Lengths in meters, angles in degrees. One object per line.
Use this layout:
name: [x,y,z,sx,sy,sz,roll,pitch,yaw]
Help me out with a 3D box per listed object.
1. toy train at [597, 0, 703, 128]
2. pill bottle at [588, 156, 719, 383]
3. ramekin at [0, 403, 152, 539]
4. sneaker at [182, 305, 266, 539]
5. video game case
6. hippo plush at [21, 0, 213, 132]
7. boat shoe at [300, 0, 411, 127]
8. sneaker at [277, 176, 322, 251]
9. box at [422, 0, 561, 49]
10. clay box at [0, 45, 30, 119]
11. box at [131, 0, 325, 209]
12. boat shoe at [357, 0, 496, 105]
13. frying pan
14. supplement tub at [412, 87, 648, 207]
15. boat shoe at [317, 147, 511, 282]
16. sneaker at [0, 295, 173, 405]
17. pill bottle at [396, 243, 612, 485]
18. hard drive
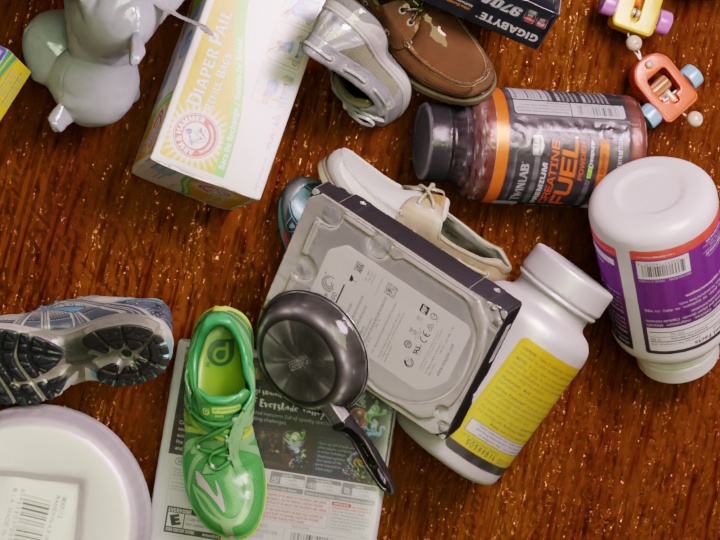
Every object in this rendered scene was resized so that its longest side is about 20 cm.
toy train: [0.304,-0.234,1.748,0.150,0.056,0.200,45,81,-7]
pill bottle: [0.271,0.004,1.652,0.112,0.112,0.200,-28,132,-13]
ramekin: [-0.275,0.211,1.555,0.200,0.098,0.201,1,84,-6]
sneaker: [-0.122,0.129,1.577,0.074,0.084,0.200,-6,83,3]
video game case: [-0.076,0.164,1.624,0.200,0.023,0.182,9,84,5]
hippo plush: [-0.206,-0.206,1.584,0.159,0.161,0.200,-29,63,-37]
boat shoe: [-0.007,-0.172,1.606,0.074,0.202,0.065,39,83,17]
sneaker: [0.000,0.000,1.640,0.079,0.096,0.200,-33,93,-13]
box: [0.104,-0.297,1.653,0.159,0.046,0.200,22,42,-10]
clay box: [-0.381,-0.114,1.566,0.115,0.048,0.200,25,78,26]
box: [-0.114,-0.164,1.619,0.101,0.112,0.200,21,83,-14]
boat shoe: [0.042,-0.226,1.641,0.072,0.068,0.200,-40,69,-18]
frying pan: [-0.038,0.107,1.589,0.031,0.115,0.190,-32,118,-51]
supplement tub: [0.151,-0.111,1.677,0.200,0.107,0.107,2,85,-11]
boat shoe: [0.050,-0.046,1.650,0.200,0.075,0.068,41,117,-21]
sneaker: [-0.255,0.062,1.600,0.200,0.086,0.078,-2,118,7]
pill bottle: [0.130,0.079,1.628,0.111,0.111,0.200,35,99,-7]
hard drive: [0.022,0.033,1.562,0.200,0.038,0.140,35,120,17]
